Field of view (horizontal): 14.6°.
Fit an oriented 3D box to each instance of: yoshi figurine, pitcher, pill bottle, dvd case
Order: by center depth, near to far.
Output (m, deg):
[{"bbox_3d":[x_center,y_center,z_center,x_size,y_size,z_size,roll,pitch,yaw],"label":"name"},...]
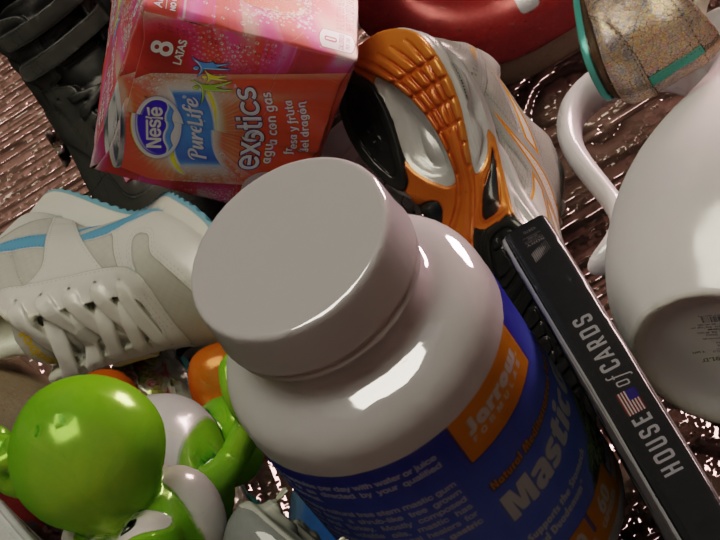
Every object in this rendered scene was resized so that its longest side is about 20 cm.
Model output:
[{"bbox_3d":[0.017,0.049,1.083,0.111,0.200,0.113,-17,48,19],"label":"pill bottle"},{"bbox_3d":[0.123,0.089,1.090,0.025,0.151,0.200,-30,44,2],"label":"dvd case"},{"bbox_3d":[-0.090,0.069,1.118,0.113,0.111,0.200,-62,4,14],"label":"yoshi figurine"},{"bbox_3d":[0.151,-0.031,1.200,0.171,0.122,0.201,-9,41,29],"label":"pitcher"}]

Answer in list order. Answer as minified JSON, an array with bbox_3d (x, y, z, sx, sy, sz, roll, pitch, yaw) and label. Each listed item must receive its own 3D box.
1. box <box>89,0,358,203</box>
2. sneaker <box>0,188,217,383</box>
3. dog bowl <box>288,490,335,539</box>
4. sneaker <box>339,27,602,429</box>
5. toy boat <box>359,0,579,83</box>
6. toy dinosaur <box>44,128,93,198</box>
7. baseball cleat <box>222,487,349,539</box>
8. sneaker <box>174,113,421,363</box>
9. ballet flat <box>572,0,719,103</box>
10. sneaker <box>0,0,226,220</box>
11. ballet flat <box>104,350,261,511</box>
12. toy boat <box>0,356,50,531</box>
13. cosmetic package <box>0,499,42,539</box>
[{"bbox_3d":[-0.059,-0.128,1.279,0.099,0.096,0.201,13,39,-10],"label":"box"},{"bbox_3d":[-0.110,0.014,1.264,0.081,0.077,0.200,-46,24,-24],"label":"sneaker"},{"bbox_3d":[0.041,0.128,1.183,0.111,0.050,0.200,-41,43,-4],"label":"dog bowl"},{"bbox_3d":[0.069,-0.018,1.242,0.075,0.092,0.201,-27,81,34],"label":"sneaker"},{"bbox_3d":[0.076,-0.184,1.348,0.199,0.131,0.131,-32,44,5],"label":"toy boat"},{"bbox_3d":[-0.095,-0.060,1.423,0.102,0.077,0.200,-29,38,-9],"label":"toy dinosaur"},{"bbox_3d":[0.001,0.183,1.072,0.106,0.200,0.070,-45,5,-4],"label":"baseball cleat"},{"bbox_3d":[0.000,0.000,1.312,0.200,0.076,0.116,-35,53,12],"label":"sneaker"},{"bbox_3d":[0.118,-0.161,1.226,0.067,0.068,0.201,-21,58,18],"label":"ballet flat"},{"bbox_3d":[-0.123,-0.082,1.334,0.071,0.099,0.200,-38,45,-1],"label":"sneaker"},{"bbox_3d":[-0.079,0.111,1.248,0.064,0.076,0.200,-12,39,-19],"label":"ballet flat"},{"bbox_3d":[-0.226,0.091,1.353,0.200,0.130,0.131,30,103,44],"label":"toy boat"},{"bbox_3d":[-0.151,0.231,1.136,0.200,0.168,0.166,-44,43,-6],"label":"cosmetic package"}]
